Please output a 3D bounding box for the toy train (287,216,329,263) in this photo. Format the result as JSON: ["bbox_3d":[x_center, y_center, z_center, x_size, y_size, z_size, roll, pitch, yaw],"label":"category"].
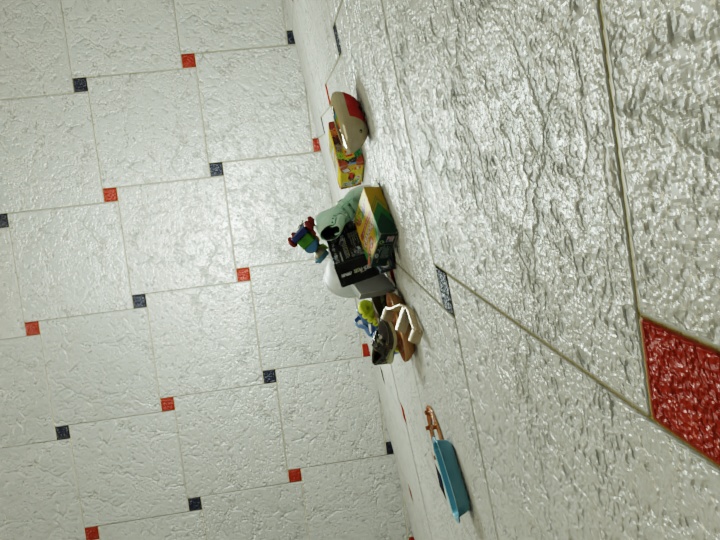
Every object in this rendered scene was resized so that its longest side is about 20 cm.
[{"bbox_3d":[-0.139,-0.092,1.701,0.116,0.085,0.200,46,-169,-10],"label":"toy train"}]

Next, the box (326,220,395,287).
[{"bbox_3d":[-0.007,-0.068,1.636,0.201,0.162,0.087,-111,1,-50],"label":"box"}]

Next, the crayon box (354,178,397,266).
[{"bbox_3d":[0.033,-0.126,1.507,0.128,0.050,0.201,107,153,-47],"label":"crayon box"}]

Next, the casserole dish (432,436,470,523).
[{"bbox_3d":[0.218,0.494,1.383,0.121,0.038,0.202,85,171,-65],"label":"casserole dish"}]

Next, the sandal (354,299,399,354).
[{"bbox_3d":[0.054,0.184,1.809,0.200,0.079,0.087,48,132,3],"label":"sandal"}]

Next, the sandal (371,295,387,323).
[{"bbox_3d":[0.078,0.137,1.765,0.054,0.081,0.202,-24,87,61],"label":"sandal"}]

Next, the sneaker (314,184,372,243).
[{"bbox_3d":[-0.034,-0.151,1.596,0.074,0.199,0.119,50,-167,-31],"label":"sneaker"}]

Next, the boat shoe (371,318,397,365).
[{"bbox_3d":[0.064,0.214,1.682,0.073,0.064,0.201,52,155,41],"label":"boat shoe"}]

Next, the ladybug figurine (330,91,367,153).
[{"bbox_3d":[-0.029,-0.397,1.524,0.136,0.071,0.201,82,172,-54],"label":"ladybug figurine"}]

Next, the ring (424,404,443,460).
[{"bbox_3d":[0.206,0.471,1.586,0.200,0.019,0.203,165,90,-85],"label":"ring"}]

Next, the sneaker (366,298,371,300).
[{"bbox_3d":[0.061,0.074,1.893,0.200,0.076,0.082,-125,26,-58],"label":"sneaker"}]

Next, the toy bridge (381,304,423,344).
[{"bbox_3d":[0.111,0.124,1.471,0.200,0.027,0.068,32,104,66],"label":"toy bridge"}]

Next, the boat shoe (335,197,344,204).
[{"bbox_3d":[-0.027,-0.205,1.970,0.066,0.072,0.200,68,-169,11],"label":"boat shoe"}]

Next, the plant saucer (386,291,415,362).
[{"bbox_3d":[0.116,0.156,1.636,0.200,0.037,0.203,167,90,-85],"label":"plant saucer"}]

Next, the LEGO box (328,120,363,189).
[{"bbox_3d":[-0.046,-0.361,1.808,0.200,0.076,0.151,101,154,-79],"label":"LEGO box"}]

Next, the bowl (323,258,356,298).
[{"bbox_3d":[-0.024,-0.013,1.840,0.202,0.199,0.091,-109,9,-46],"label":"bowl"}]

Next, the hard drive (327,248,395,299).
[{"bbox_3d":[0.000,0.000,1.720,0.201,0.131,0.026,54,135,33],"label":"hard drive"}]
